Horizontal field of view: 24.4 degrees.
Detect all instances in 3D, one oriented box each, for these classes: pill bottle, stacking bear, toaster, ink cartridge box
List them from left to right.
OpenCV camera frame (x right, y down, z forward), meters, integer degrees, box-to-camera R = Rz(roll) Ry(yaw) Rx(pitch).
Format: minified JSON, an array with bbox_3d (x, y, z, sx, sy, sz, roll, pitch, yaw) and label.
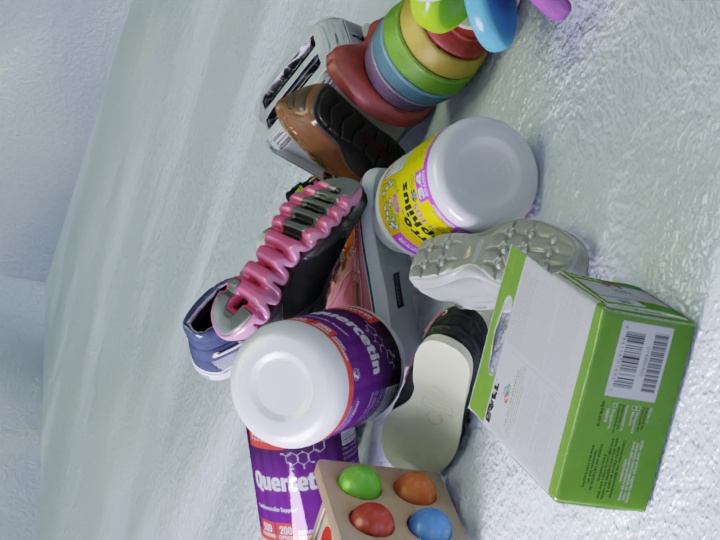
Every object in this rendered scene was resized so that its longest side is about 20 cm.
[{"bbox_3d":[-0.058,0.186,1.710,0.112,0.112,0.201,-154,54,-71],"label":"pill bottle"},{"bbox_3d":[-0.030,0.094,1.547,0.200,0.112,0.113,-13,-62,-66],"label":"pill bottle"},{"bbox_3d":[-0.024,-0.176,1.787,0.200,0.129,0.114,-48,34,29],"label":"toaster"},{"bbox_3d":[0.077,-0.233,1.620,0.121,0.114,0.200,-40,1,-41],"label":"stacking bear"},{"bbox_3d":[0.078,-0.068,1.533,0.200,0.104,0.105,152,126,-68],"label":"pill bottle"},{"bbox_3d":[0.160,0.074,1.259,0.200,0.075,0.148,-134,56,-69],"label":"ink cartridge box"}]

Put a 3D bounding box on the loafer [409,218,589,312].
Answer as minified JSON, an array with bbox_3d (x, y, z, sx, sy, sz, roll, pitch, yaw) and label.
[{"bbox_3d":[0.125,0.000,1.415,0.200,0.070,0.070,0,62,54],"label":"loafer"}]

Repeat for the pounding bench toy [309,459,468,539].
[{"bbox_3d":[0.006,0.244,1.542,0.200,0.124,0.157,-114,36,-59],"label":"pounding bench toy"}]

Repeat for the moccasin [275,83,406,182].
[{"bbox_3d":[-0.011,-0.112,1.697,0.078,0.201,0.074,-4,60,43],"label":"moccasin"}]

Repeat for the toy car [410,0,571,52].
[{"bbox_3d":[0.130,-0.275,1.423,0.150,0.175,0.200,41,101,23],"label":"toy car"}]

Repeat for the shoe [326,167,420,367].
[{"bbox_3d":[0.000,0.000,1.671,0.091,0.071,0.201,-4,96,34],"label":"shoe"}]

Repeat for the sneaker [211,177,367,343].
[{"bbox_3d":[-0.055,0.001,1.623,0.200,0.095,0.079,-50,40,-3],"label":"sneaker"}]

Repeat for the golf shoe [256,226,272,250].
[{"bbox_3d":[-0.066,0.044,1.784,0.200,0.092,0.073,57,177,18],"label":"golf shoe"}]

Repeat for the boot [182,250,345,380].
[{"bbox_3d":[-0.093,0.024,1.685,0.200,0.073,0.090,-44,-25,-20],"label":"boot"}]

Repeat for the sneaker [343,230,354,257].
[{"bbox_3d":[-0.001,-0.026,1.800,0.200,0.073,0.077,29,104,60],"label":"sneaker"}]

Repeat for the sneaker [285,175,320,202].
[{"bbox_3d":[-0.038,-0.091,1.909,0.074,0.087,0.201,-120,47,-64],"label":"sneaker"}]

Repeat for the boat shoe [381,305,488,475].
[{"bbox_3d":[0.072,0.116,1.529,0.063,0.073,0.202,-53,-15,-44],"label":"boat shoe"}]

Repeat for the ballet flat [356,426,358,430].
[{"bbox_3d":[-0.047,0.184,1.822,0.068,0.072,0.201,48,126,55],"label":"ballet flat"}]
